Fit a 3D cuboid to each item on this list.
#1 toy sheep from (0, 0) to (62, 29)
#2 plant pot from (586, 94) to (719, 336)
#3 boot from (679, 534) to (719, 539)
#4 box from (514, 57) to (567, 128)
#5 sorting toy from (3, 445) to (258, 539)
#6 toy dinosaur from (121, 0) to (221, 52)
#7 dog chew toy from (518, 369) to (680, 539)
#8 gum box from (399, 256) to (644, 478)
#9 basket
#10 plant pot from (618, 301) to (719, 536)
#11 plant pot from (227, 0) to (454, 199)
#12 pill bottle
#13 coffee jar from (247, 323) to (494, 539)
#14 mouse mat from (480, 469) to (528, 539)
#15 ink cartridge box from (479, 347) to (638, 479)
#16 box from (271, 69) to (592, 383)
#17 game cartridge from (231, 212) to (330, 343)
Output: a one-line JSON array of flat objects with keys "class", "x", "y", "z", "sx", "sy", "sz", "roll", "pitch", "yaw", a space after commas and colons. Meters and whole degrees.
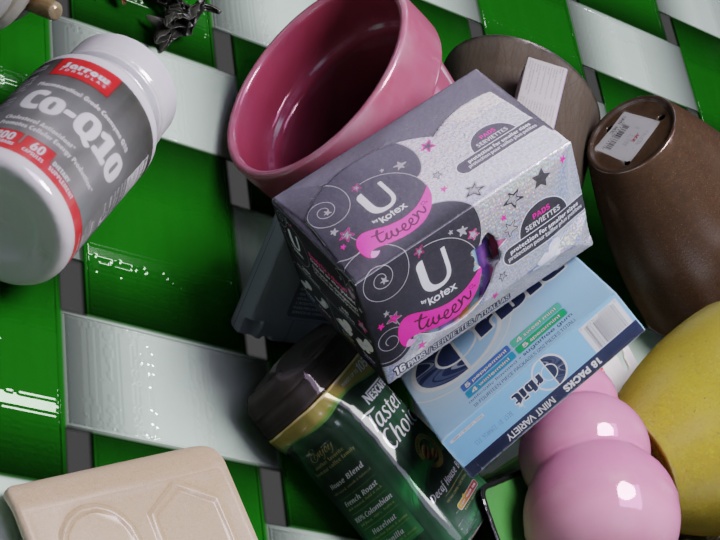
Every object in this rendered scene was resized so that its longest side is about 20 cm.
[{"class": "toy sheep", "x": -0.304, "y": -0.242, "z": 1.312, "sx": 0.199, "sy": 0.137, "sz": 0.139, "roll": 8, "pitch": 54, "yaw": -54}, {"class": "plant pot", "x": 0.300, "y": -0.066, "z": 1.637, "sx": 0.200, "sy": 0.186, "sz": 0.188, "roll": 47, "pitch": 35, "yaw": -37}, {"class": "boot", "x": 0.288, "y": 0.308, "z": 1.475, "sx": 0.156, "sy": 0.076, "sz": 0.200, "roll": 62, "pitch": 27, "yaw": 7}, {"class": "box", "x": 0.141, "y": -0.096, "z": 1.504, "sx": 0.041, "sy": 0.039, "sz": 0.202, "roll": 16, "pitch": 58, "yaw": -1}, {"class": "sorting toy", "x": -0.137, "y": 0.222, "z": 1.186, "sx": 0.184, "sy": 0.036, "sz": 0.201, "roll": -7, "pitch": 61, "yaw": -45}, {"class": "toy dinosaur", "x": -0.180, "y": -0.281, "z": 1.492, "sx": 0.199, "sy": 0.103, "sz": 0.136, "roll": -35, "pitch": 67, "yaw": -29}, {"class": "dog chew toy", "x": 0.180, "y": 0.155, "z": 1.368, "sx": 0.124, "sy": 0.125, "sz": 0.201, "roll": 21, "pitch": 38, "yaw": -29}, {"class": "gum box", "x": 0.112, "y": 0.053, "z": 1.347, "sx": 0.045, "sy": 0.170, "sz": 0.200, "roll": 48, "pitch": 3, "yaw": -21}, {"class": "basket", "x": 0.139, "y": -0.089, "z": 1.601, "sx": 0.180, "sy": 0.135, "sz": 0.201, "roll": 39, "pitch": 43, "yaw": -29}, {"class": "plant pot", "x": 0.286, "y": 0.144, "z": 1.457, "sx": 0.141, "sy": 0.200, "sz": 0.201, "roll": -21, "pitch": 73, "yaw": -26}, {"class": "plant pot", "x": 0.015, "y": -0.114, "z": 1.473, "sx": 0.179, "sy": 0.199, "sz": 0.201, "roll": 40, "pitch": 38, "yaw": -34}, {"class": "pill bottle", "x": -0.221, "y": -0.090, "z": 1.283, "sx": 0.114, "sy": 0.114, "sz": 0.201, "roll": 41, "pitch": 41, "yaw": -9}, {"class": "coffee jar", "x": 0.007, "y": 0.140, "z": 1.335, "sx": 0.200, "sy": 0.085, "sz": 0.104, "roll": 47, "pitch": 37, "yaw": -3}, {"class": "mouse mat", "x": 0.157, "y": 0.237, "z": 1.392, "sx": 0.200, "sy": 0.007, "sz": 0.163, "roll": -3, "pitch": 73, "yaw": -66}, {"class": "ink cartridge box", "x": 0.161, "y": 0.100, "z": 1.520, "sx": 0.199, "sy": 0.067, "sz": 0.118, "roll": -12, "pitch": 70, "yaw": -46}, {"class": "box", "x": 0.056, "y": -0.037, "z": 1.301, "sx": 0.199, "sy": 0.115, "sz": 0.132, "roll": -34, "pitch": 45, "yaw": -13}, {"class": "game cartridge", "x": 0.000, "y": 0.000, "z": 1.403, "sx": 0.199, "sy": 0.134, "sz": 0.041, "roll": 9, "pitch": 29, "yaw": -39}]
